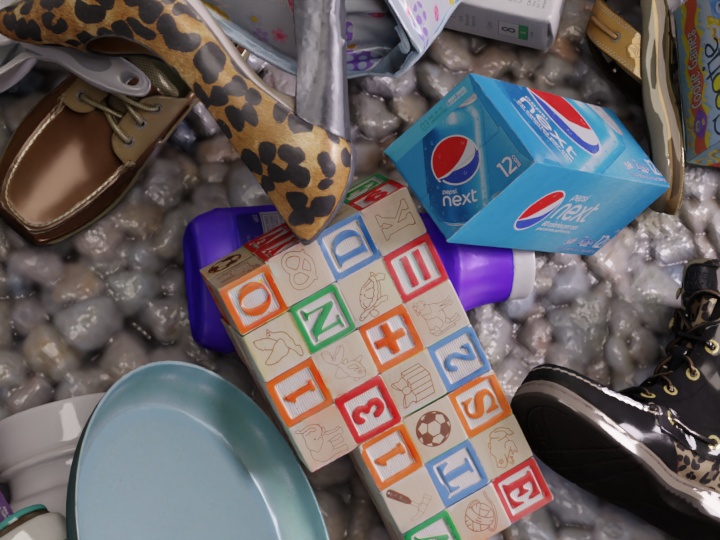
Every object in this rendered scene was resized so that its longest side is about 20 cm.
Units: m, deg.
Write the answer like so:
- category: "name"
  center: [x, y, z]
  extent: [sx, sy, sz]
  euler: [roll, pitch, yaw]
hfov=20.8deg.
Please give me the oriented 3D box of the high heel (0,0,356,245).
- category: "high heel"
  center: [-0.100, -0.084, 1.022]
  extent: [0.199, 0.071, 0.143]
  euler: [0, 90, 15]

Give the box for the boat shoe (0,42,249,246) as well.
- category: "boat shoe"
  center: [-0.134, -0.102, 1.120]
  extent: [0.076, 0.074, 0.200]
  euler: [40, 69, -2]

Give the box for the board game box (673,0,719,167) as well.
- category: "board game box"
  center: [0.307, -0.120, 1.199]
  extent: [0.199, 0.103, 0.105]
  euler: [4, 73, -21]

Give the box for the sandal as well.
- category: "sandal"
  center: [0.167, -0.131, 1.209]
  extent: [0.054, 0.080, 0.201]
  euler: [-6, 79, 10]

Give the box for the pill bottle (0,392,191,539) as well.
- category: "pill bottle"
  center: [-0.133, 0.170, 1.022]
  extent: [0.111, 0.111, 0.201]
  euler: [-11, 77, -16]

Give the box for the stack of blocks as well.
- category: "stack of blocks"
  center: [0.009, 0.063, 1.072]
  extent: [0.115, 0.059, 0.201]
  euler: [-29, 106, -9]

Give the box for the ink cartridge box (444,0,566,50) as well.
- category: "ink cartridge box"
  center: [0.044, -0.236, 1.229]
  extent: [0.199, 0.050, 0.162]
  euler: [14, 71, 10]

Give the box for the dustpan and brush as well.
- category: "dustpan and brush"
  center: [-0.200, -0.135, 1.098]
  extent: [0.199, 0.057, 0.140]
  euler: [28, 71, 11]

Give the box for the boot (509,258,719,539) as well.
- category: "boot"
  center: [0.181, 0.063, 1.129]
  extent: [0.200, 0.073, 0.151]
  euler: [31, 65, -25]

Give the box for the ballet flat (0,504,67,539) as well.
- category: "ballet flat"
  center: [-0.204, 0.195, 0.968]
  extent: [0.200, 0.069, 0.070]
  euler: [-42, 85, 23]

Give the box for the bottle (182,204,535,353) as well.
- category: "bottle"
  center: [0.000, 0.000, 1.126]
  extent: [0.199, 0.065, 0.084]
  euler: [-5, 85, -15]

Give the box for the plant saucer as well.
- category: "plant saucer"
  center: [-0.081, 0.144, 0.985]
  extent: [0.200, 0.027, 0.201]
  euler: [36, 43, -42]

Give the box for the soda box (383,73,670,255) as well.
- category: "soda box"
  center: [0.098, -0.056, 1.097]
  extent: [0.068, 0.200, 0.064]
  euler: [-42, 70, 21]

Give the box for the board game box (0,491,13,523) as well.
- category: "board game box"
  center: [-0.260, 0.073, 1.017]
  extent: [0.032, 0.120, 0.200]
  euler: [-27, 82, -38]

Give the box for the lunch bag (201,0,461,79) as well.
- category: "lunch bag"
  center: [-0.026, -0.206, 1.095]
  extent: [0.200, 0.127, 0.170]
  euler: [34, 39, 0]
